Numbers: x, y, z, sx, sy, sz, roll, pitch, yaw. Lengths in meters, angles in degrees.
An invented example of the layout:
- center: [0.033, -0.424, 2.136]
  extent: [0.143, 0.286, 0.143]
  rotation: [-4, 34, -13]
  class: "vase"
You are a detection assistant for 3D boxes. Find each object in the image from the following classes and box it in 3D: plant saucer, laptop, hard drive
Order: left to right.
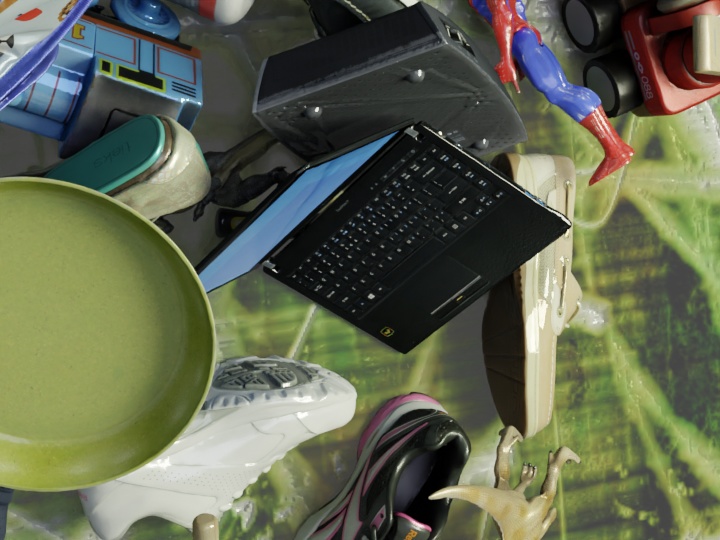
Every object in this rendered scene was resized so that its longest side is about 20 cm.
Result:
- center: [-0.179, 0.034, 0.791]
  extent: [0.198, 0.031, 0.202]
  rotation: [-1, 118, -2]
  class: "plant saucer"
- center: [0.000, 0.000, 0.880]
  extent: [0.199, 0.177, 0.104]
  rotation: [31, 43, -22]
  class: "laptop"
- center: [0.022, -0.103, 0.879]
  extent: [0.134, 0.200, 0.043]
  rotation: [-18, 74, 16]
  class: "hard drive"

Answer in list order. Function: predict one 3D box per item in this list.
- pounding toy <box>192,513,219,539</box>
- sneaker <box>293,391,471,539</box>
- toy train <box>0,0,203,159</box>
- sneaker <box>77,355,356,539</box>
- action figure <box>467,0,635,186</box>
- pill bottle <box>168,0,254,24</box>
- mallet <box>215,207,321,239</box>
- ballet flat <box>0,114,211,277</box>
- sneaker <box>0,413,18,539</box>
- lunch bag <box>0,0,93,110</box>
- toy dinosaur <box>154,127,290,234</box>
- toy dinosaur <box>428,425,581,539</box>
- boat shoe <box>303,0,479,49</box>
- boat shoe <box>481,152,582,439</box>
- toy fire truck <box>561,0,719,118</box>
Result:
- center: [-0.066, 0.276, 0.866]
  extent: [0.184, 0.142, 0.200]
  rotation: [-46, 144, 11]
  class: "pounding toy"
- center: [0.011, 0.179, 0.958]
  extent: [0.080, 0.086, 0.202]
  rotation: [24, 86, -19]
  class: "sneaker"
- center: [-0.185, -0.128, 0.834]
  extent: [0.198, 0.115, 0.087]
  rotation: [17, 125, -22]
  class: "toy train"
- center: [-0.095, 0.120, 0.928]
  extent: [0.198, 0.078, 0.100]
  rotation: [-13, 112, -17]
  class: "sneaker"
- center: [0.116, -0.151, 0.986]
  extent: [0.051, 0.065, 0.201]
  rotation: [-32, 92, 24]
  class: "action figure"
- center: [-0.142, -0.235, 0.831]
  extent: [0.199, 0.116, 0.117]
  rotation: [24, 85, -2]
  class: "pill bottle"
- center: [0.001, -0.039, 0.967]
  extent: [0.198, 0.041, 0.067]
  rotation: [9, 93, -18]
  class: "mallet"
- center: [-0.176, -0.026, 0.815]
  extent: [0.198, 0.068, 0.062]
  rotation: [-19, 146, 16]
  class: "ballet flat"
- center: [-0.205, 0.080, 0.874]
  extent: [0.107, 0.070, 0.202]
  rotation: [-4, 93, -19]
  class: "sneaker"
- center: [-0.215, -0.187, 0.722]
  extent: [0.169, 0.124, 0.201]
  rotation: [36, 90, 9]
  class: "lunch bag"
- center: [-0.089, -0.057, 0.901]
  extent: [0.199, 0.088, 0.048]
  rotation: [-27, 113, -17]
  class: "toy dinosaur"
- center: [0.107, 0.163, 0.963]
  extent: [0.102, 0.058, 0.200]
  rotation: [-68, 153, -25]
  class: "toy dinosaur"
- center: [0.008, -0.153, 0.906]
  extent: [0.199, 0.075, 0.061]
  rotation: [22, 97, -49]
  class: "boat shoe"
- center: [0.127, 0.017, 1.003]
  extent: [0.064, 0.072, 0.202]
  rotation: [-1, 89, -20]
  class: "boat shoe"
- center: [0.207, -0.190, 0.948]
  extent: [0.128, 0.200, 0.177]
  rotation: [-24, 102, -19]
  class: "toy fire truck"
